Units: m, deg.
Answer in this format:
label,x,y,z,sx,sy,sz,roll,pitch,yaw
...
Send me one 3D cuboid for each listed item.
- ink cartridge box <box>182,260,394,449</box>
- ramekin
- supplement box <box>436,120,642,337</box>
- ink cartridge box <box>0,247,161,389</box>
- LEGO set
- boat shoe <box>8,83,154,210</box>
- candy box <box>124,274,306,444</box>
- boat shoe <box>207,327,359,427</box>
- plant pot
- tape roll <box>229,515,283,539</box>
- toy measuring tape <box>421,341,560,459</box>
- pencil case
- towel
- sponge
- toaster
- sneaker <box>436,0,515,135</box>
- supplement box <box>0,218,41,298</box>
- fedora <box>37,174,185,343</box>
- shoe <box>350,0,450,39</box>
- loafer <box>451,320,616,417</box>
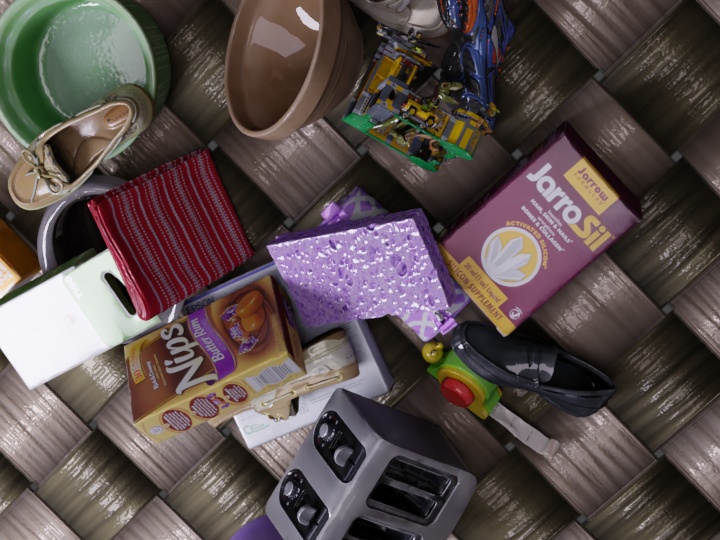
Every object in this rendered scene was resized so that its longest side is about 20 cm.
label,x,y,z,sx,sy,sz,roll,pitch,yaw
ink cartridge box,-0.088,0.087,1.553,0.198,0.041,0.201,-23,99,15
ramekin,-0.312,-0.227,1.482,0.198,0.098,0.202,2,105,9
supplement box,0.193,-0.046,1.435,0.200,0.103,0.131,-43,93,17
ink cartridge box,-0.321,0.045,1.483,0.199,0.059,0.104,-26,105,22
LEGO set,0.071,-0.191,1.383,0.153,0.200,0.117,27,83,-3
boat shoe,-0.314,-0.134,1.422,0.199,0.063,0.073,-38,97,17
candy box,-0.167,0.102,1.479,0.199,0.117,0.057,-27,138,11
boat shoe,-0.092,0.139,1.507,0.199,0.074,0.067,-29,92,16
plant pot,-0.061,-0.236,1.417,0.092,0.201,0.202,9,112,-35
tape roll,-0.092,0.409,1.616,0.198,0.085,0.202,3,105,11
toy measuring tape,0.155,0.145,1.505,0.199,0.074,0.074,37,108,2
pencil case,0.037,-0.005,1.484,0.200,0.086,0.084,43,109,-2
towel,-0.207,-0.045,1.463,0.022,0.200,0.146,-16,102,39
sponge,0.000,0.000,1.435,0.198,0.030,0.112,-9,115,34
toaster,0.018,0.258,1.507,0.199,0.119,0.182,25,104,-32
sneaker,0.134,-0.242,1.410,0.078,0.075,0.202,-19,121,-26
supplement box,-0.503,0.020,1.595,0.126,0.074,0.200,46,108,-3
fedora,-0.282,-0.025,1.533,0.176,0.090,0.201,-21,107,16
shoe,0.013,-0.313,1.424,0.199,0.053,0.070,31,108,1
loafer,0.196,0.103,1.467,0.199,0.069,0.070,25,144,-15
